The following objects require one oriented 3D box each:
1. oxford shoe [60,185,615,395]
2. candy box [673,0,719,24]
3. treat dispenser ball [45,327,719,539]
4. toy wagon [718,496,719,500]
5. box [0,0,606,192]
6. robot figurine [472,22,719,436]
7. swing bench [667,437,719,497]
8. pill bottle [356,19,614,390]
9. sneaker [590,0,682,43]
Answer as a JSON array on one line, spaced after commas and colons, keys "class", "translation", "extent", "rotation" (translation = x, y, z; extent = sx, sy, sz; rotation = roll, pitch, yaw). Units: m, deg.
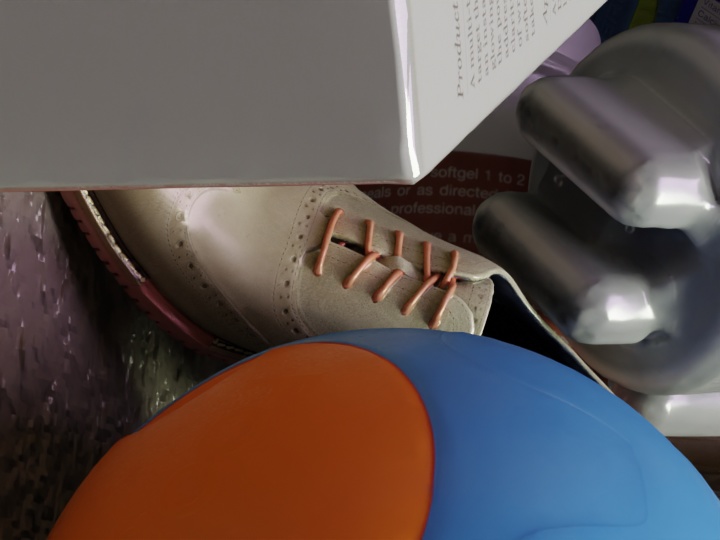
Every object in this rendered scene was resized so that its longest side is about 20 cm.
[{"class": "oxford shoe", "translation": [0.000, 0.000, 0.756], "extent": [0.200, 0.074, 0.071], "rotation": [36, 57, -29]}, {"class": "candy box", "translation": [0.178, -0.113, 0.969], "extent": [0.169, 0.077, 0.200], "rotation": [-44, 161, -47]}, {"class": "treat dispenser ball", "translation": [0.009, 0.115, 0.678], "extent": [0.201, 0.201, 0.201], "rotation": [0, 90, -72]}, {"class": "toy wagon", "translation": [0.114, 0.147, 0.836], "extent": [0.040, 0.155, 0.200], "rotation": [-119, -160, -58]}, {"class": "box", "translation": [-0.034, -0.094, 0.631], "extent": [0.200, 0.152, 0.106], "rotation": [-44, 131, -65]}, {"class": "robot figurine", "translation": [0.133, -0.018, 0.836], "extent": [0.200, 0.113, 0.170], "rotation": [-2, 127, -36]}, {"class": "swing bench", "translation": [0.109, 0.161, 0.989], "extent": [0.130, 0.200, 0.199], "rotation": [49, 44, -63]}, {"class": "pill bottle", "translation": [0.033, 0.011, 0.898], "extent": [0.112, 0.112, 0.200], "rotation": [46, 47, -65]}, {"class": "sneaker", "translation": [0.121, -0.152, 1.001], "extent": [0.200, 0.071, 0.083], "rotation": [-65, 172, 13]}]
